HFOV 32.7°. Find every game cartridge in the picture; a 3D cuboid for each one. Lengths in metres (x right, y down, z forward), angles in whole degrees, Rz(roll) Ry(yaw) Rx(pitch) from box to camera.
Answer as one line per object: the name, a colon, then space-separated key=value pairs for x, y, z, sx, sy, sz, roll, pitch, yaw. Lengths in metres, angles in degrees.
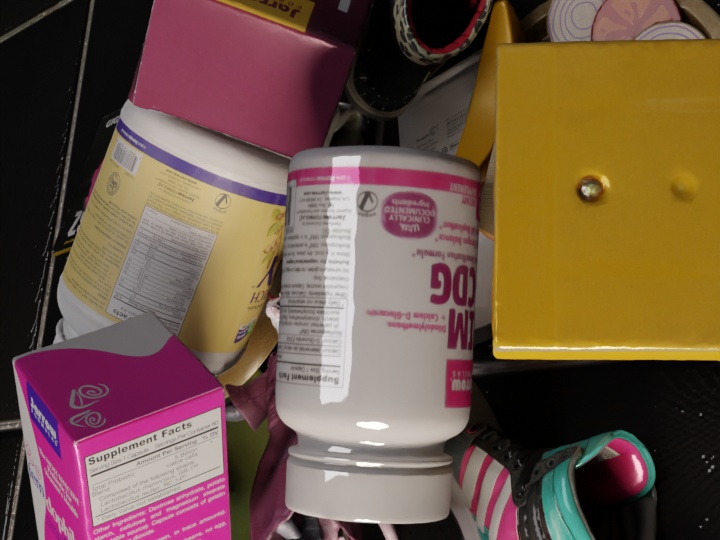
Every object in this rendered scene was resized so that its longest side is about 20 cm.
game cartridge: x=0.170 y=-0.039 z=0.651 sx=0.198 sy=0.032 sz=0.178 roll=1 pitch=72 yaw=6

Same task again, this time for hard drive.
hard drive: x=0.084 y=-0.053 z=0.840 sx=0.131 sy=0.027 sz=0.202 roll=-26 pitch=57 yaw=40

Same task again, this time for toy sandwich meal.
toy sandwich meal: x=0.133 y=-0.092 z=0.738 sx=0.204 sy=0.070 sz=0.207 roll=-11 pitch=70 yaw=31

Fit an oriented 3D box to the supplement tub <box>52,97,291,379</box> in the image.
supplement tub: x=-0.131 y=-0.013 z=0.881 sx=0.145 sy=0.145 sz=0.201 roll=39 pitch=110 yaw=48

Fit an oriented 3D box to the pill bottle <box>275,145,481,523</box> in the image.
pill bottle: x=0.009 y=0.036 z=0.701 sx=0.113 sy=0.113 sz=0.202 roll=0 pitch=86 yaw=48

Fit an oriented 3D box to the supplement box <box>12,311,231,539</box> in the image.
supplement box: x=-0.148 y=0.145 z=0.787 sx=0.101 sy=0.103 sz=0.201 roll=37 pitch=135 yaw=45

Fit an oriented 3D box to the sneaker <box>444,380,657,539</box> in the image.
sneaker: x=0.105 y=0.117 z=0.708 sx=0.121 sy=0.083 sz=0.201 roll=-44 pitch=47 yaw=27

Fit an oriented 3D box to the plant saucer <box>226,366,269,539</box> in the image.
plant saucer: x=-0.120 y=0.161 z=0.985 sx=0.199 sy=0.031 sz=0.202 roll=-21 pitch=60 yaw=41

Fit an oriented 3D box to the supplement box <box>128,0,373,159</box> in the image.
supplement box: x=-0.059 y=-0.184 z=0.821 sx=0.201 sy=0.130 sz=0.104 roll=-78 pitch=9 yaw=-45

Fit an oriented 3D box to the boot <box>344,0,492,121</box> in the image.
boot: x=0.061 y=-0.207 z=0.830 sx=0.205 sy=0.073 sz=0.154 roll=-66 pitch=10 yaw=-10

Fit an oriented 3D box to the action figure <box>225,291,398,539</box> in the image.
action figure: x=-0.030 y=0.096 z=0.818 sx=0.134 sy=0.148 sz=0.201 roll=-33 pitch=49 yaw=43

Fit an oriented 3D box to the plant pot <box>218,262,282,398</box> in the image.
plant pot: x=-0.120 y=0.018 z=1.010 sx=0.199 sy=0.027 sz=0.201 roll=-31 pitch=42 yaw=33

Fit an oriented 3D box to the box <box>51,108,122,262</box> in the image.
box: x=-0.190 y=-0.091 z=1.120 sx=0.199 sy=0.049 sz=0.161 roll=-15 pitch=53 yaw=45

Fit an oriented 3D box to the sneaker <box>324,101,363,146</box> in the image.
sneaker: x=-0.045 y=-0.126 z=0.991 sx=0.115 sy=0.074 sz=0.201 roll=-10 pitch=57 yaw=25

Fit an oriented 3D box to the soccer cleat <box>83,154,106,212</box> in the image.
soccer cleat: x=-0.158 y=-0.088 z=0.981 sx=0.086 sy=0.070 sz=0.201 roll=-4 pitch=58 yaw=33
